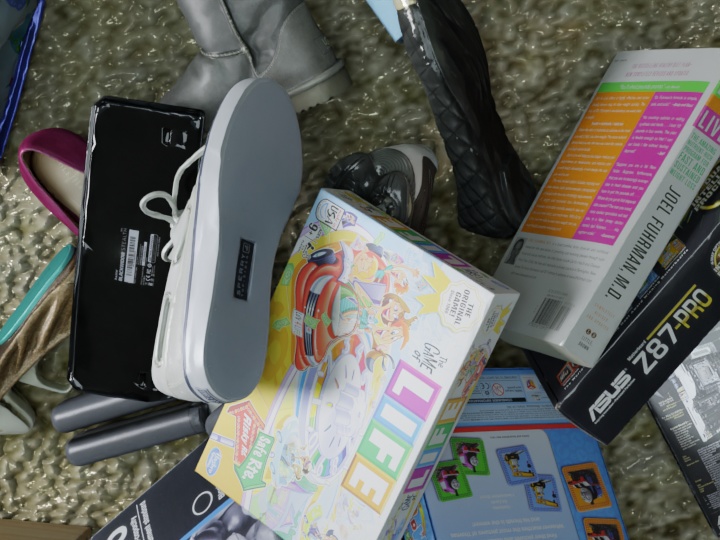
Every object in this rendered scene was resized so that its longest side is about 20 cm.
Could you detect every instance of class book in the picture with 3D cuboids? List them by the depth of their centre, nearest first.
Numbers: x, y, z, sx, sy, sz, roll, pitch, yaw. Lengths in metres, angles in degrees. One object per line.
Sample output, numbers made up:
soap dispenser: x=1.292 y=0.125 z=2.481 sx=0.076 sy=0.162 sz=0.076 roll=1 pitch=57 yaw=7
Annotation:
book: x=0.153 y=-0.041 z=0.883 sx=0.048 sy=0.134 sz=0.200 roll=34 pitch=85 yaw=-17

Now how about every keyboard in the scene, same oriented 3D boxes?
keyboard: x=-0.132 y=-0.011 z=0.955 sx=0.104 sy=0.040 sz=0.200 roll=11 pitch=105 yaw=7

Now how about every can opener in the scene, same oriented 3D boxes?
can opener: x=-0.126 y=0.094 z=0.985 sx=0.200 sy=0.067 sz=0.053 roll=-17 pitch=100 yaw=20

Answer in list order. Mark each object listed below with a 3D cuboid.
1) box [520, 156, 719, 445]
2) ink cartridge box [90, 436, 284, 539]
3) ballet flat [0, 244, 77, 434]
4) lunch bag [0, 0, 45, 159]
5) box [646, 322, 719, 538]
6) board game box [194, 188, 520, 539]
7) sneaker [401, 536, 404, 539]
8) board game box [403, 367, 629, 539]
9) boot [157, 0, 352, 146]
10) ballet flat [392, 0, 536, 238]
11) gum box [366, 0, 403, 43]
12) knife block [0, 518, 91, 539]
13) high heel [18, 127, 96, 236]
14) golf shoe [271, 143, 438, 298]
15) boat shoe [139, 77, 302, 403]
box: x=0.182 y=-0.007 z=0.898 sx=0.049 sy=0.161 sz=0.200 roll=36 pitch=102 yaw=-15
ink cartridge box: x=-0.120 y=0.224 z=0.963 sx=0.200 sy=0.198 sz=0.043 roll=-43 pitch=127 yaw=12
ballet flat: x=-0.240 y=0.069 z=1.024 sx=0.200 sy=0.068 sz=0.072 roll=-44 pitch=110 yaw=7
lunch bag: x=-0.309 y=-0.167 z=0.968 sx=0.170 sy=0.127 sz=0.200 roll=18 pitch=113 yaw=3
box: x=0.285 y=0.060 z=0.950 sx=0.200 sy=0.050 sz=0.158 roll=-28 pitch=93 yaw=10
board game box: x=-0.006 y=0.070 z=0.872 sx=0.134 sy=0.034 sz=0.200 roll=32 pitch=105 yaw=28
sneaker: x=0.061 y=0.146 z=0.988 sx=0.112 sy=0.073 sz=0.200 roll=4 pitch=107 yaw=4
board game box: x=0.097 y=0.157 z=0.908 sx=0.037 sy=0.151 sz=0.200 roll=-46 pitch=51 yaw=48
boot: x=-0.113 y=-0.182 z=0.944 sx=0.182 sy=0.073 sz=0.200 roll=-24 pitch=107 yaw=9
ballet flat: x=0.056 y=-0.106 z=0.930 sx=0.057 sy=0.066 sz=0.200 roll=-8 pitch=116 yaw=35
gum box: x=0.055 y=-0.274 z=0.937 sx=0.200 sy=0.045 sz=0.170 roll=-35 pitch=92 yaw=11
knife block: x=-0.320 y=0.203 z=1.045 sx=0.200 sy=0.064 sz=0.176 roll=-41 pitch=92 yaw=11
high heel: x=-0.148 y=-0.017 z=0.974 sx=0.067 sy=0.096 sz=0.200 roll=-38 pitch=91 yaw=11
golf shoe: x=0.000 y=0.000 z=0.971 sx=0.078 sy=0.094 sz=0.200 roll=39 pitch=128 yaw=12
boat shoe: x=-0.093 y=-0.018 z=0.886 sx=0.086 sy=0.075 sz=0.202 roll=-4 pitch=74 yaw=39
